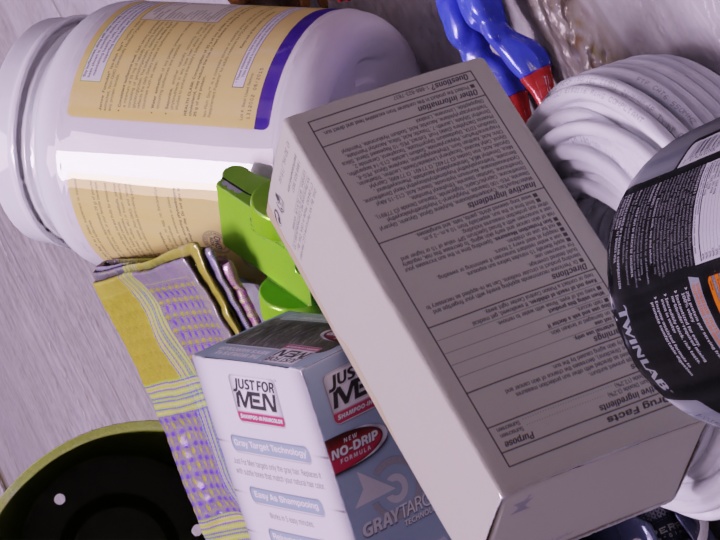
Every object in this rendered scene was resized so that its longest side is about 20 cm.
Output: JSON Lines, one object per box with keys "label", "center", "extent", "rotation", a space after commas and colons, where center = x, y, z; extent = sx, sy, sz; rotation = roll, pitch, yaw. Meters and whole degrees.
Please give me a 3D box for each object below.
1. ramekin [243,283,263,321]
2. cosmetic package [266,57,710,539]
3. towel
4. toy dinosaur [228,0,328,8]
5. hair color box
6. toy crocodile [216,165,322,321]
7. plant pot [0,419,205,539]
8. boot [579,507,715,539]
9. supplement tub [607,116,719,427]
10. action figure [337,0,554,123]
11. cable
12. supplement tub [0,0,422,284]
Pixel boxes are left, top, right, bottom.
{"label": "ramekin", "center": [-0.015, 0.060, 1.513], "extent": [0.200, 0.105, 0.201], "rotation": [52, 152, 42]}
{"label": "cosmetic package", "center": [0.050, 0.016, 1.124], "extent": [0.200, 0.103, 0.073], "rotation": [61, 157, 27]}
{"label": "towel", "center": [-0.070, 0.080, 1.348], "extent": [0.143, 0.023, 0.201], "rotation": [-6, 108, 59]}
{"label": "toy dinosaur", "center": [-0.061, -0.167, 1.504], "extent": [0.106, 0.060, 0.201], "rotation": [-6, 101, 70]}
{"label": "hair color box", "center": [-0.001, 0.123, 1.210], "extent": [0.099, 0.060, 0.201], "rotation": [3, 114, 57]}
{"label": "toy crocodile", "center": [0.000, 0.000, 1.243], "extent": [0.200, 0.062, 0.068], "rotation": [29, 136, 46]}
{"label": "plant pot", "center": [-0.127, 0.174, 1.510], "extent": [0.193, 0.199, 0.201], "rotation": [-161, 55, -79]}
{"label": "boot", "center": [0.147, 0.155, 1.222], "extent": [0.200, 0.072, 0.091], "rotation": [44, 152, 52]}
{"label": "supplement tub", "center": [0.178, -0.011, 0.944], "extent": [0.200, 0.122, 0.123], "rotation": [-23, 86, 69]}
{"label": "action figure", "center": [0.024, -0.132, 1.274], "extent": [0.201, 0.099, 0.065], "rotation": [70, 158, 12]}
{"label": "cable", "center": [0.133, 0.008, 1.150], "extent": [0.200, 0.069, 0.200], "rotation": [59, 155, 28]}
{"label": "supplement tub", "center": [-0.079, -0.068, 1.402], "extent": [0.199, 0.145, 0.146], "rotation": [6, 118, 29]}
